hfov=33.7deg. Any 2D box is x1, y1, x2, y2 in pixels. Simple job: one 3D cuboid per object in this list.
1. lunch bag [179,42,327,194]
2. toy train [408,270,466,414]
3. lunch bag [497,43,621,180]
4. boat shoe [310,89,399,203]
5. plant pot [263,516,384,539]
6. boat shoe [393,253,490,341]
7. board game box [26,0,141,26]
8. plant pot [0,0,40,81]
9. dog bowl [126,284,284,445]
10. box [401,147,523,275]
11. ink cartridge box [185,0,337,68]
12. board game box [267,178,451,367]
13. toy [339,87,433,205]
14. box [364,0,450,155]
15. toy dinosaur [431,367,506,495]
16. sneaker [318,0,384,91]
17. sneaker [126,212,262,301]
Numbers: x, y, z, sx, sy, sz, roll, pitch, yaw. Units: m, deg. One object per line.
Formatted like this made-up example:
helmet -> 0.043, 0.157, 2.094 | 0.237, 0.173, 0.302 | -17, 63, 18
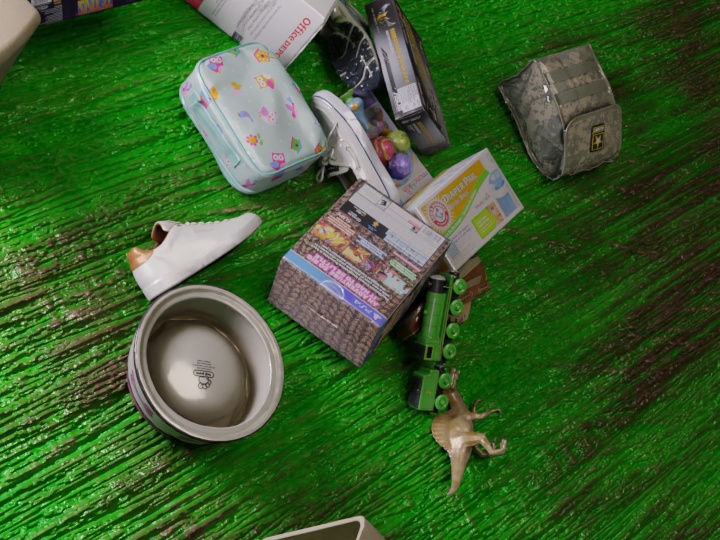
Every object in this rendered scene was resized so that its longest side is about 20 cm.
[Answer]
lunch bag -> -0.155, -0.214, 1.658 | 0.160, 0.077, 0.201 | -30, 85, -39
toy train -> 0.103, 0.098, 1.642 | 0.056, 0.042, 0.203 | 6, 94, -30
lunch bag -> 0.349, -0.259, 1.996 | 0.163, 0.117, 0.202 | -20, 85, -39
boat shoe -> -0.030, -0.158, 1.723 | 0.086, 0.074, 0.203 | -35, 99, -24
plant pot -> -0.025, 0.423, 1.345 | 0.177, 0.199, 0.201 | 39, 50, -25
boat shoe -> 0.128, 0.047, 1.716 | 0.200, 0.075, 0.074 | -39, 94, -39
board game box -> -0.393, -0.384, 1.545 | 0.165, 0.057, 0.199 | 31, 40, 34
plant pot -> -0.497, -0.275, 1.395 | 0.200, 0.200, 0.177 | 45, 40, -6
dog bowl -> -0.197, 0.123, 1.459 | 0.198, 0.074, 0.202 | 16, 59, -28
box -> 0.131, -0.077, 1.754 | 0.200, 0.101, 0.113 | -41, 101, -40
ink cartridge box -> -0.147, -0.403, 1.715 | 0.199, 0.145, 0.085 | 37, 52, -13
board game box -> 0.000, 0.000, 1.611 | 0.159, 0.097, 0.200 | 35, 50, 9
toy -> 0.037, -0.190, 1.793 | 0.115, 0.047, 0.201 | -38, 90, -38
box -> 0.074, -0.295, 1.816 | 0.158, 0.048, 0.202 | 37, 37, -65
toy dinosaur -> 0.147, 0.237, 1.655 | 0.100, 0.058, 0.202 | 10, 52, -12
sneaker -> -0.009, -0.358, 1.816 | 0.086, 0.078, 0.201 | -8, 59, -46
sneaker -> -0.213, -0.043, 1.533 | 0.199, 0.073, 0.085 | -34, 90, -39
